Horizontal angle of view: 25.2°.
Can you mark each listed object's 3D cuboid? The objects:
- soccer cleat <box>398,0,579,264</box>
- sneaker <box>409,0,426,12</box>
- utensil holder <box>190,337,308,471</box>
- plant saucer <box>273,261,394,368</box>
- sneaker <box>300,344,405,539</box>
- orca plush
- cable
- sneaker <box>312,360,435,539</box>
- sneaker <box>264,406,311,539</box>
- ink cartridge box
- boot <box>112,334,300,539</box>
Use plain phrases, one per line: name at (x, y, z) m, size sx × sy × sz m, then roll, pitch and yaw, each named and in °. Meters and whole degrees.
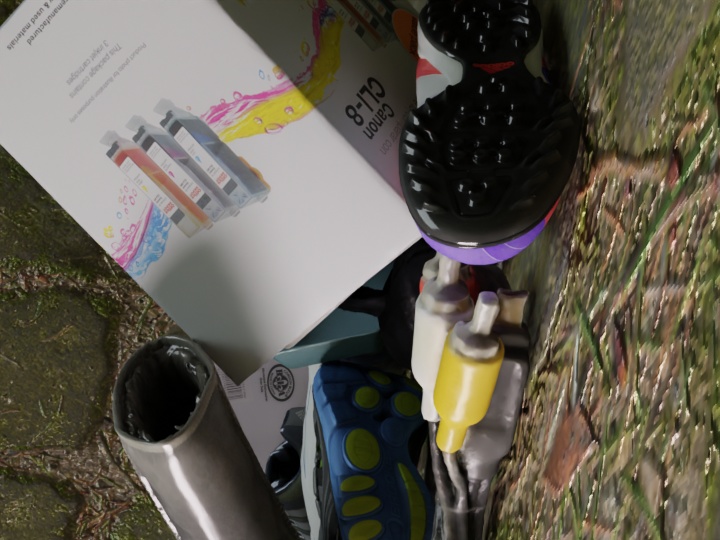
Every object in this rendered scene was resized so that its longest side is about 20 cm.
soccer cleat at (0.050, -0.046, 0.640) m, size 0.201 × 0.067 × 0.074 m, roll -87°, pitch -7°, yaw -60°
sneaker at (0.018, -0.230, 1.224) m, size 0.073 × 0.084 × 0.202 m, roll -105°, pitch 22°, yaw -75°
utensil holder at (-0.085, 0.118, 1.420) m, size 0.200 × 0.168 × 0.172 m, roll 123°, pitch 155°, yaw -73°
plant saucer at (0.000, 0.000, 0.974) m, size 0.201 × 0.069 × 0.019 m, roll -69°, pitch -38°, yaw -59°
sneaker at (-0.011, 0.085, 1.001) m, size 0.087 × 0.074 × 0.202 m, roll 123°, pitch 157°, yaw -57°
orca plush at (0.021, 0.005, 0.814) m, size 0.200 × 0.070 × 0.107 m, roll -153°, pitch 71°, yaw -85°
cable at (0.032, 0.077, 0.661) m, size 0.097 × 0.050 × 0.202 m, roll -107°, pitch 25°, yaw -64°
sneaker at (0.002, 0.116, 0.867) m, size 0.200 × 0.070 × 0.083 m, roll -95°, pitch 20°, yaw -59°
sneaker at (-0.029, 0.156, 1.117) m, size 0.074 × 0.080 × 0.201 m, roll -84°, pitch 6°, yaw -49°
ink cartridge box at (-0.058, -0.082, 0.772) m, size 0.144 × 0.200 × 0.146 m, roll -37°, pitch 12°, yaw 33°
boot at (-0.044, 0.147, 0.743) m, size 0.182 × 0.072 × 0.202 m, roll -133°, pitch 24°, yaw -57°
